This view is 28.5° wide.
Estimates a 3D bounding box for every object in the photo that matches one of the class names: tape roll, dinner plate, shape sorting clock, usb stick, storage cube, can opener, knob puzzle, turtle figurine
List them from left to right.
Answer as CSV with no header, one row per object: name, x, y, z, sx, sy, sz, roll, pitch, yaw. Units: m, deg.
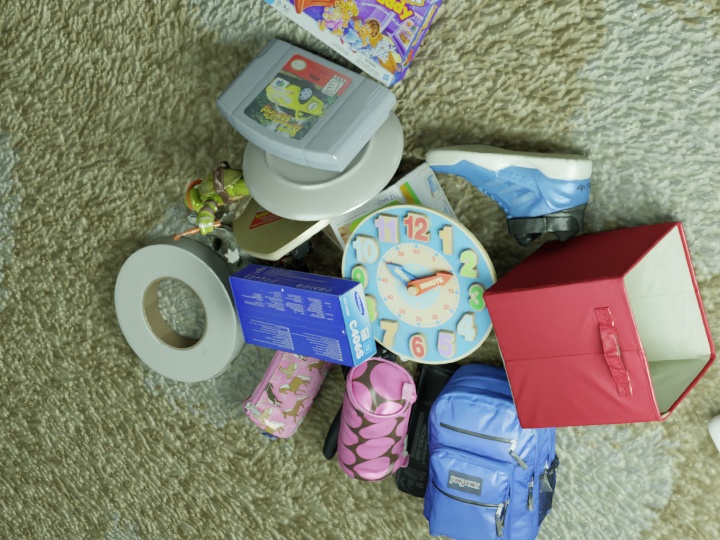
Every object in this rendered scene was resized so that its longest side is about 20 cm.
tape roll,-0.246,0.055,1.948,0.201,0.037,0.205,10,114,23
turtle figurine,-0.155,-0.108,1.757,0.160,0.200,0.065,-16,109,17
knob puzzle,-0.071,-0.073,1.720,0.218,0.221,0.031,-16,123,31
dinner plate,-0.047,-0.146,1.683,0.198,0.201,0.024,12,149,23
can opener,-0.001,0.172,1.863,0.063,0.079,0.202,5,122,-17
shape sorting clock,0.067,0.018,1.648,0.198,0.039,0.202,10,114,25
usb stick,0.087,0.204,1.836,0.055,0.033,0.202,18,116,13
storage cube,0.271,0.063,1.593,0.178,0.200,0.173,-8,106,36

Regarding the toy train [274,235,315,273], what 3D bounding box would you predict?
toy train,-0.089,0.001,1.826,0.046,0.034,0.201,49,142,35

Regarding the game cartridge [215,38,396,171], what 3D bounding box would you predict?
game cartridge,-0.072,-0.195,1.689,0.199,0.134,0.041,27,160,30

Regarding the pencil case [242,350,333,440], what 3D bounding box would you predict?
pencil case,-0.082,0.126,1.860,0.082,0.087,0.201,33,118,5

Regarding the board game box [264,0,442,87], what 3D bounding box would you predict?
board game box,-0.009,-0.330,1.670,0.199,0.045,0.135,36,121,11

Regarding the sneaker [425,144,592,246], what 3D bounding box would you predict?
sneaker,0.168,-0.085,1.654,0.198,0.077,0.113,7,103,18

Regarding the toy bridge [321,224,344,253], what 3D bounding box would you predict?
toy bridge,0.000,0.000,1.782,0.201,0.027,0.067,54,166,1

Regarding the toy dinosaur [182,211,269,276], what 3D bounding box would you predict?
toy dinosaur,-0.149,-0.003,1.857,0.077,0.102,0.201,-32,110,-11

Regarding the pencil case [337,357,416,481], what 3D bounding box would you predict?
pencil case,0.022,0.186,1.757,0.093,0.091,0.201,18,150,8

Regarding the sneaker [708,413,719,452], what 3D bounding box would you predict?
sneaker,0.509,0.202,1.596,0.200,0.080,0.147,46,115,8

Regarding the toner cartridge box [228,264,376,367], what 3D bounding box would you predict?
toner cartridge box,-0.072,0.053,1.735,0.199,0.043,0.096,10,121,43

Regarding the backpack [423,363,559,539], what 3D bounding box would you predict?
backpack,0.159,0.228,1.731,0.161,0.168,0.202,10,112,16

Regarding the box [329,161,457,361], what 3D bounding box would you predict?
box,0.066,-0.010,1.721,0.112,0.101,0.201,-23,97,33
